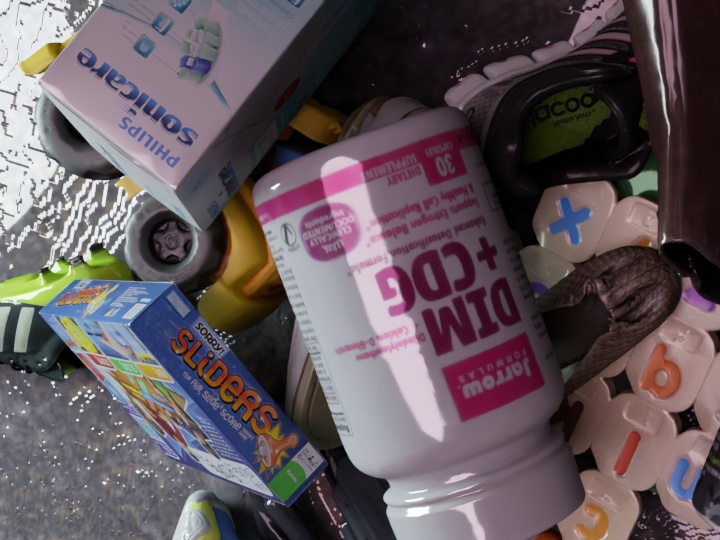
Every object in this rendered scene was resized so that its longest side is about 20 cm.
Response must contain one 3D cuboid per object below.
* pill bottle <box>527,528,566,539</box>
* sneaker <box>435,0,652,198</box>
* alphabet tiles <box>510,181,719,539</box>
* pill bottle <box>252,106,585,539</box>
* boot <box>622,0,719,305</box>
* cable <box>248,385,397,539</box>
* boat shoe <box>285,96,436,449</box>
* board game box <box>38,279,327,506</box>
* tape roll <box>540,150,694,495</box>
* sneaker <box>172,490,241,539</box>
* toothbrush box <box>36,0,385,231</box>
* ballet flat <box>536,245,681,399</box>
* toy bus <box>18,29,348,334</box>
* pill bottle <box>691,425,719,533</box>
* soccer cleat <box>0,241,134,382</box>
[{"bbox_3d":[0.149,0.236,0.753,0.200,0.113,0.113,31,109,18],"label":"pill bottle"},{"bbox_3d":[0.138,-0.092,0.695,0.199,0.088,0.074,-25,121,-1],"label":"sneaker"},{"bbox_3d":[0.124,0.051,0.739,0.200,0.015,0.196,28,111,24],"label":"alphabet tiles"},{"bbox_3d":[0.032,0.032,0.666,0.113,0.113,0.201,-20,91,26],"label":"pill bottle"},{"bbox_3d":[0.145,-0.089,0.583,0.072,0.200,0.167,-7,63,36],"label":"boot"},{"bbox_3d":[-0.014,0.160,0.832,0.200,0.051,0.163,53,147,30],"label":"cable"},{"bbox_3d":[0.000,0.000,0.772,0.068,0.075,0.201,28,99,47],"label":"boat shoe"},{"bbox_3d":[-0.111,0.066,0.803,0.135,0.034,0.200,52,160,-18],"label":"board game box"},{"bbox_3d":[0.198,0.027,0.737,0.200,0.048,0.201,4,99,24],"label":"tape roll"},{"bbox_3d":[-0.071,0.216,0.841,0.105,0.200,0.076,16,117,-11],"label":"sneaker"},{"bbox_3d":[-0.057,-0.129,0.688,0.085,0.146,0.200,38,84,2],"label":"toothbrush box"},{"bbox_3d":[0.086,0.056,0.726,0.200,0.046,0.067,-41,76,29],"label":"ballet flat"},{"bbox_3d":[-0.069,-0.090,0.814,0.192,0.136,0.200,-36,84,9],"label":"toy bus"},{"bbox_3d":[0.236,0.039,0.626,0.106,0.106,0.201,23,96,21],"label":"pill bottle"},{"bbox_3d":[-0.237,0.042,0.937,0.199,0.068,0.081,-14,104,26],"label":"soccer cleat"}]
